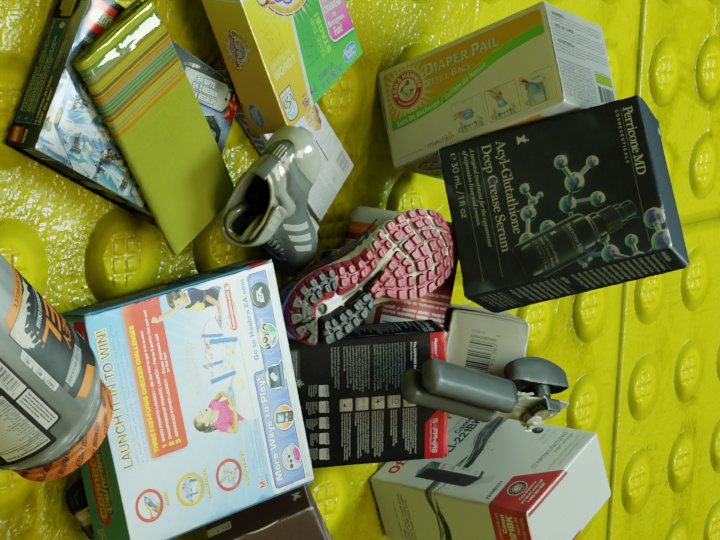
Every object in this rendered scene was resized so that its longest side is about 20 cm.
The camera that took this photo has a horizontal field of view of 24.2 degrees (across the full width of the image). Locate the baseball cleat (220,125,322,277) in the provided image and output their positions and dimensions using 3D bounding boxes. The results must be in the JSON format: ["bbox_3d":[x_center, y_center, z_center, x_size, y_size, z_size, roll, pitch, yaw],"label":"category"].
[{"bbox_3d":[-0.084,-0.043,1.457,0.106,0.070,0.200,-46,158,-30],"label":"baseball cleat"}]

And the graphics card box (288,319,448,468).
[{"bbox_3d":[-0.021,0.115,1.536,0.199,0.051,0.126,-5,105,-13],"label":"graphics card box"}]

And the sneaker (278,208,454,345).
[{"bbox_3d":[0.000,0.000,1.518,0.200,0.075,0.081,-26,104,-29],"label":"sneaker"}]

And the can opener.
[{"bbox_3d":[0.115,0.108,1.541,0.200,0.053,0.067,13,57,-44],"label":"can opener"}]

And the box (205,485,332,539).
[{"bbox_3d":[-0.061,0.292,1.531,0.100,0.075,0.200,-22,118,-1],"label":"box"}]

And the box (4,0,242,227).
[{"bbox_3d":[-0.186,-0.126,1.361,0.200,0.040,0.137,32,73,-51],"label":"box"}]

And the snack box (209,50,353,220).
[{"bbox_3d":[-0.069,-0.136,1.526,0.072,0.024,0.200,-59,138,-26],"label":"snack box"}]

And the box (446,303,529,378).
[{"bbox_3d":[0.118,0.085,1.696,0.200,0.078,0.095,72,28,-90],"label":"box"}]

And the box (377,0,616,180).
[{"bbox_3d":[0.131,-0.167,1.622,0.112,0.200,0.102,9,66,-52],"label":"box"}]

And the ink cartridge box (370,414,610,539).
[{"bbox_3d":[0.133,0.223,1.732,0.144,0.200,0.084,-40,124,-41],"label":"ink cartridge box"}]

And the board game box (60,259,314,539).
[{"bbox_3d":[-0.145,0.109,1.401,0.196,0.056,0.200,-16,100,-40],"label":"board game box"}]

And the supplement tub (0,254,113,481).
[{"bbox_3d":[-0.273,0.064,1.223,0.123,0.122,0.200,-61,140,-23],"label":"supplement tub"}]

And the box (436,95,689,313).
[{"bbox_3d":[0.191,-0.058,1.575,0.107,0.200,0.149,27,51,-69],"label":"box"}]

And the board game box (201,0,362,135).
[{"bbox_3d":[-0.076,-0.241,1.443,0.153,0.040,0.200,-52,131,-46],"label":"board game box"}]

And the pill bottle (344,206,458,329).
[{"bbox_3d":[0.028,0.045,1.623,0.113,0.113,0.201,11,90,-53],"label":"pill bottle"}]

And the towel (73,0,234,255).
[{"bbox_3d":[-0.163,-0.113,1.350,0.086,0.018,0.200,-47,134,-29],"label":"towel"}]

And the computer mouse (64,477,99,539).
[{"bbox_3d":[-0.170,0.164,1.445,0.110,0.044,0.200,53,57,-27],"label":"computer mouse"}]
